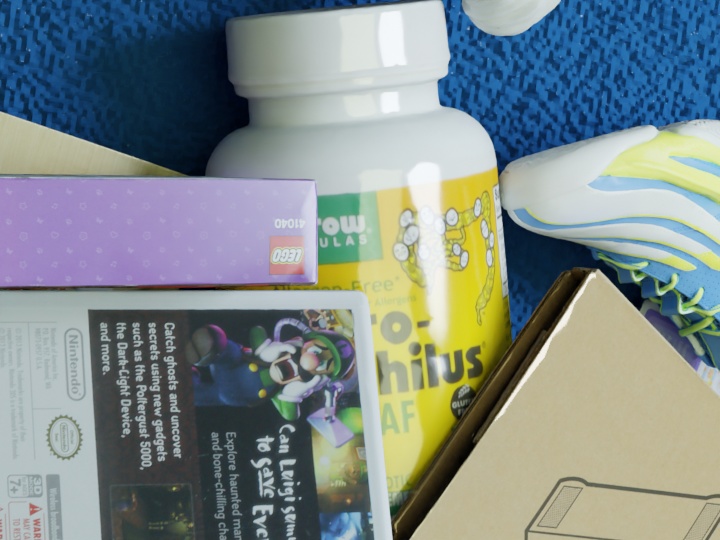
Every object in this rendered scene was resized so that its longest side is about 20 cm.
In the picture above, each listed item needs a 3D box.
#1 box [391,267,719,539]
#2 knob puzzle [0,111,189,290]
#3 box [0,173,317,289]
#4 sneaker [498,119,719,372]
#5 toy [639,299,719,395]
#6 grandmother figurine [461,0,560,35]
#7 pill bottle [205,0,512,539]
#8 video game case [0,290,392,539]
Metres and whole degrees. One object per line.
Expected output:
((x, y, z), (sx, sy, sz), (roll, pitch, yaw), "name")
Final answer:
((0.099, 0.123, 1.021), (0.200, 0.021, 0.164), (44, 72, -28), "box")
((-0.167, 0.036, 1.004), (0.219, 0.030, 0.220), (-4, 99, -26), "knob puzzle")
((-0.132, -0.013, 0.921), (0.200, 0.137, 0.039), (0, 92, -25), "box")
((0.142, -0.004, 1.080), (0.200, 0.076, 0.105), (-4, 84, -37), "sneaker")
((0.184, 0.103, 1.146), (0.200, 0.047, 0.115), (25, 87, -22), "toy")
((0.014, -0.172, 0.986), (0.121, 0.061, 0.200), (-44, 113, -17), "grandmother figurine")
((0.000, 0.000, 1.027), (0.113, 0.113, 0.201), (-8, 97, -21), "pill bottle")
((-0.078, 0.101, 0.906), (0.181, 0.023, 0.200), (0, 66, -13), "video game case")
